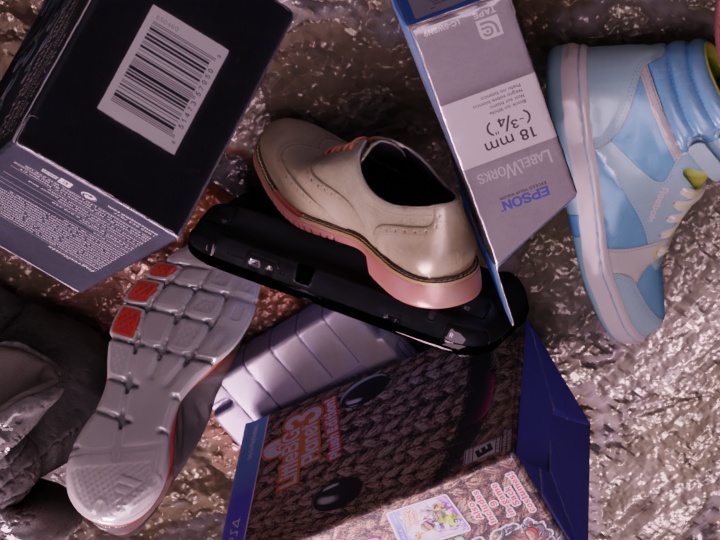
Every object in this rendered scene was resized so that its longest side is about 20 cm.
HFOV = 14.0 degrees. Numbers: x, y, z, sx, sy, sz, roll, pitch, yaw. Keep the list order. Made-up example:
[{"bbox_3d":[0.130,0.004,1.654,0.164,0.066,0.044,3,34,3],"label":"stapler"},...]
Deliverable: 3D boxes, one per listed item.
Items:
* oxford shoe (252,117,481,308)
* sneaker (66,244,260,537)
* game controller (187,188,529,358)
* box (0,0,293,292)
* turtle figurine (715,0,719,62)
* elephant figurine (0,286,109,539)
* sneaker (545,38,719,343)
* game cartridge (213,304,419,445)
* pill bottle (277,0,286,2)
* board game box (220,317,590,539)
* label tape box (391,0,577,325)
[{"bbox_3d":[0.005,-0.053,1.700,0.071,0.200,0.074,-22,128,-31],"label":"oxford shoe"},{"bbox_3d":[-0.123,0.074,1.805,0.077,0.200,0.082,24,160,13],"label":"sneaker"},{"bbox_3d":[0.000,0.000,1.741,0.200,0.104,0.042,20,106,17],"label":"game controller"},{"bbox_3d":[-0.142,-0.089,1.646,0.107,0.149,0.200,30,161,-13],"label":"box"},{"bbox_3d":[0.265,-0.179,1.604,0.194,0.144,0.200,55,149,-13],"label":"turtle figurine"},{"bbox_3d":[-0.227,0.110,1.798,0.155,0.200,0.142,-38,111,24],"label":"elephant figurine"},{"bbox_3d":[0.189,-0.048,1.739,0.130,0.080,0.200,-9,121,11],"label":"sneaker"},{"bbox_3d":[0.005,0.110,1.870,0.130,0.038,0.200,-32,114,18],"label":"game cartridge"},{"bbox_3d":[-0.086,-0.246,1.618,0.111,0.111,0.200,-17,119,14],"label":"pill bottle"},{"bbox_3d":[0.029,0.136,1.764,0.200,0.159,0.097,-23,116,17],"label":"board game box"},{"bbox_3d":[0.073,-0.092,1.678,0.063,0.144,0.200,-20,120,2],"label":"label tape box"}]
